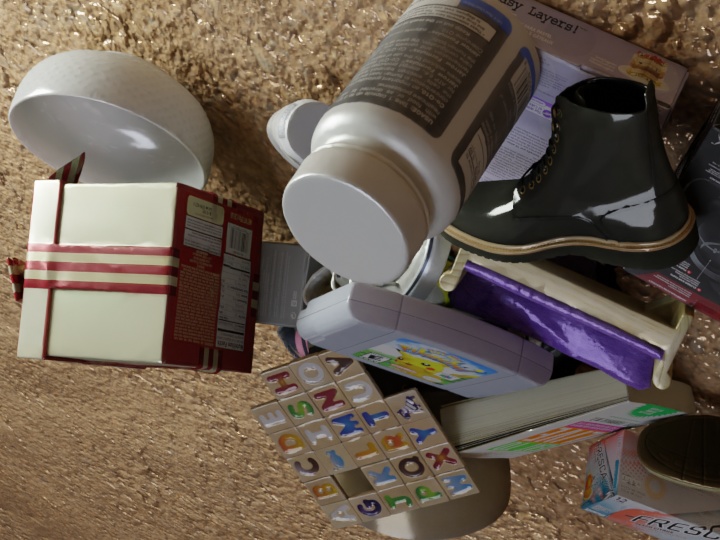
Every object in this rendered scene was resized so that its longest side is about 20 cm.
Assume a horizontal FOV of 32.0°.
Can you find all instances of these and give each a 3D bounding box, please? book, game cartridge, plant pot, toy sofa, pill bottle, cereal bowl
[{"bbox_3d":[0.193,0.134,1.171,0.198,0.049,0.133,-22,156,36],"label":"book"},{"bbox_3d":[0.057,0.063,1.067,0.198,0.041,0.133,20,158,-20],"label":"game cartridge"},{"bbox_3d":[0.063,0.164,1.301,0.198,0.200,0.136,15,115,26],"label":"plant pot"},{"bbox_3d":[0.164,0.030,1.019,0.198,0.083,0.099,25,108,8],"label":"toy sofa"},{"bbox_3d":[0.035,-0.093,0.862,0.113,0.201,0.115,23,144,18],"label":"pill bottle"},{"bbox_3d":[-0.228,-0.147,1.194,0.197,0.084,0.201,14,159,6],"label":"cereal bowl"}]

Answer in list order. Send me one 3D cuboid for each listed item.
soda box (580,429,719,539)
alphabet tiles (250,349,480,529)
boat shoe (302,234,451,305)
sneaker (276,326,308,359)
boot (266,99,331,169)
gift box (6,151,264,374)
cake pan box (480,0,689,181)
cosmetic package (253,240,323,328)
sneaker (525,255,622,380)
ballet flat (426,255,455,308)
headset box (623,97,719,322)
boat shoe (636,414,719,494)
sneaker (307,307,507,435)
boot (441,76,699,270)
[{"bbox_3d":[0.311,0.221,1.198,0.198,0.069,0.064,22,151,-15],"label":"soda box"},{"bbox_3d":[-0.003,0.156,1.177,0.165,0.008,0.201,-19,118,27],"label":"alphabet tiles"},{"bbox_3d":[0.001,-0.004,1.082,0.085,0.076,0.202,20,158,-20],"label":"boat shoe"},{"bbox_3d":[-0.028,0.078,1.343,0.070,0.082,0.200,42,177,-25],"label":"sneaker"},{"bbox_3d":[0.010,-0.093,1.111,0.198,0.074,0.095,30,179,-17],"label":"boot"},{"bbox_3d":[-0.207,-0.003,1.185,0.184,0.203,0.184,0,168,25],"label":"gift box"},{"bbox_3d":[0.132,-0.119,0.975,0.198,0.053,0.185,25,144,12],"label":"cake pan box"},{"bbox_3d":[-0.104,0.011,1.277,0.198,0.092,0.106,9,-178,33],"label":"cosmetic package"},{"bbox_3d":[0.196,0.052,1.123,0.086,0.076,0.201,12,142,20],"label":"sneaker"},{"bbox_3d":[0.028,-0.006,1.195,0.199,0.067,0.067,36,149,-4],"label":"ballet flat"},{"bbox_3d":[0.295,-0.033,0.920,0.148,0.078,0.201,29,148,8],"label":"headset box"},{"bbox_3d":[0.349,0.180,1.131,0.197,0.075,0.067,6,147,16],"label":"boat shoe"},{"bbox_3d":[0.051,0.099,1.213,0.197,0.108,0.075,-10,170,10],"label":"sneaker"},{"bbox_3d":[0.133,-0.079,0.892,0.198,0.078,0.139,2,134,30],"label":"boot"}]
